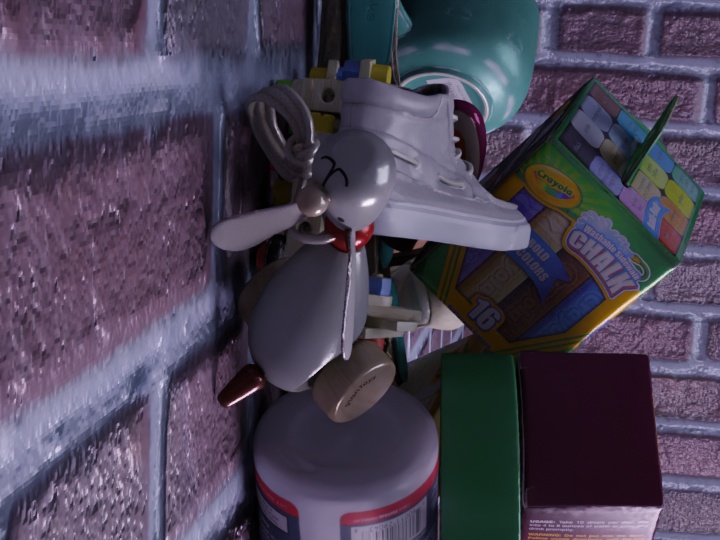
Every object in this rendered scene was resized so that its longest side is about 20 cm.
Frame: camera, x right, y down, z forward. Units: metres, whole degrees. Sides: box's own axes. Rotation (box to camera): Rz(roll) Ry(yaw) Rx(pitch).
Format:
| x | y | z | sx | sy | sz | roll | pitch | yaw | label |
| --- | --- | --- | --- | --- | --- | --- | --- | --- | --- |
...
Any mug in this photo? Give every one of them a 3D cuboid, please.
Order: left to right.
| x | y | z | sx | sy | sz | roll | pitch | yaw | label |
| --- | --- | --- | --- | --- | --- | --- | --- | --- | --- |
| 0.066 | -0.196 | 1.314 | 0.152 | 0.184 | 0.115 | 125 | -19 | -55 | mug |

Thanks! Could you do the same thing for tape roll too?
| x | y | z | sx | sy | sz | roll | pitch | yaw | label |
| --- | --- | --- | --- | --- | --- | --- | --- | --- | --- |
| 0.073 | 0.153 | 0.924 | 0.200 | 0.048 | 0.202 | 1 | 90 | -88 | tape roll |

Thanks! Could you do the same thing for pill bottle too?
| x | y | z | sx | sy | sz | roll | pitch | yaw | label |
| --- | --- | --- | --- | --- | --- | --- | --- | --- | --- |
| -0.007 | 0.184 | 0.973 | 0.120 | 0.118 | 0.201 | -75 | 166 | -55 | pill bottle |

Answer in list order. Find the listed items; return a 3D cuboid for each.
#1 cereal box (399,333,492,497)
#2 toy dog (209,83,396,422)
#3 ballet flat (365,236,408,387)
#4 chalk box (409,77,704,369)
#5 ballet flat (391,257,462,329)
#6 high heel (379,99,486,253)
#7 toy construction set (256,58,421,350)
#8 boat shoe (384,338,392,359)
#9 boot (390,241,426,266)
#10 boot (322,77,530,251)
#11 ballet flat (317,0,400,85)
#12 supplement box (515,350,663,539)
| x | y | z | sx | sy | sz | roll | pitch | yaw | label |
| --- | --- | --- | --- | --- | --- | --- | --- | --- | --- |
| 0.041 | 0.126 | 1.133 | 0.144 | 0.039 | 0.200 | -57 | -173 | -18 | cereal box |
| -0.037 | 0.011 | 0.794 | 0.096 | 0.132 | 0.201 | -34 | 135 | -29 | toy dog |
| 0.000 | 0.000 | 1.150 | 0.069 | 0.069 | 0.202 | -50 | 138 | -77 | ballet flat |
| 0.155 | -0.041 | 1.029 | 0.200 | 0.124 | 0.125 | -42 | -176 | 35 | chalk box |
| 0.042 | 0.024 | 1.234 | 0.200 | 0.069 | 0.070 | 152 | -55 | -72 | ballet flat |
| 0.060 | -0.092 | 1.041 | 0.097 | 0.067 | 0.200 | -60 | -178 | -25 | high heel |
| -0.017 | -0.042 | 0.948 | 0.131 | 0.091 | 0.202 | -7 | 89 | -82 | toy construction set |
| -0.012 | 0.065 | 1.047 | 0.076 | 0.073 | 0.202 | -41 | 134 | -79 | boat shoe |
| 0.042 | -0.075 | 1.446 | 0.201 | 0.070 | 0.147 | 85 | 6 | -54 | boot |
| 0.051 | -0.065 | 0.898 | 0.199 | 0.073 | 0.096 | 4 | 94 | -58 | boot |
| -0.004 | -0.140 | 1.063 | 0.062 | 0.067 | 0.202 | -142 | -125 | -60 | ballet flat |
| 0.141 | 0.152 | 0.964 | 0.201 | 0.085 | 0.111 | 86 | 5 | -54 | supplement box |
